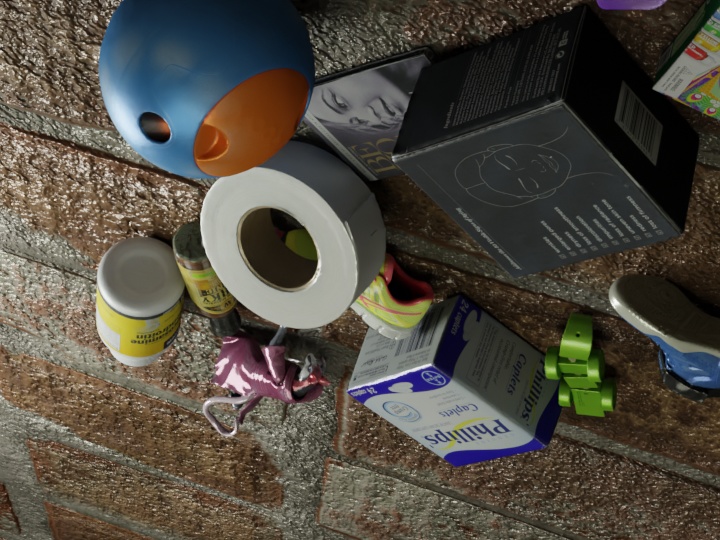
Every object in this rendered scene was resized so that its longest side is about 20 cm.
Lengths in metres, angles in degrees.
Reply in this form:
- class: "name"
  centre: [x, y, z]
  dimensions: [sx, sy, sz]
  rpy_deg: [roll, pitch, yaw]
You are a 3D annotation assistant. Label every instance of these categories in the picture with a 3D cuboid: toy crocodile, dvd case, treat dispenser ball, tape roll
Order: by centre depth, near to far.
- class: "treat dispenser ball"
  centre: [-0.142, -0.186, 1.456]
  dimensions: [0.200, 0.202, 0.201]
  rpy_deg: [16, 151, 9]
- class: "dvd case"
  centre: [0.034, -0.153, 1.585]
  dimensions: [0.199, 0.016, 0.149]
  rpy_deg: [-9, 139, 43]
- class: "tape roll"
  centre: [-0.073, -0.039, 1.714]
  dimensions: [0.202, 0.071, 0.203]
  rpy_deg: [16, 126, 23]
- class: "toy crocodile"
  centre: [0.263, 0.118, 1.850]
  dimensions: [0.067, 0.062, 0.200]
  rpy_deg: [2, 151, 21]

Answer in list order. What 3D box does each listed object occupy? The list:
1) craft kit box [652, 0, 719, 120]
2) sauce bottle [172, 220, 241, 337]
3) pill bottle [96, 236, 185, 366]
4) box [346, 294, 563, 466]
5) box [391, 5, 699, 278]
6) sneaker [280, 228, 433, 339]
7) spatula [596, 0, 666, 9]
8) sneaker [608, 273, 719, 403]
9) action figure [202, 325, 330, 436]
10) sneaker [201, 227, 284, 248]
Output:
- class: "craft kit box"
  centre: [0.373, -0.175, 1.298]
  dimensions: [0.197, 0.049, 0.200]
  rpy_deg: [22, 151, -5]
- class: "sauce bottle"
  centre: [-0.186, 0.016, 1.968]
  dimensions: [0.064, 0.065, 0.200]
  rpy_deg: [12, 151, 16]
- class: "pill bottle"
  centre: [-0.287, 0.048, 2.035]
  dimensions: [0.112, 0.112, 0.200]
  rpy_deg: [21, 151, 1]
- class: "box"
  centre: [0.120, 0.141, 1.929]
  dimensions: [0.200, 0.105, 0.184]
  rpy_deg: [35, 149, -24]
- class: "box"
  centre: [0.173, -0.111, 1.444]
  dimensions: [0.196, 0.124, 0.200]
  rpy_deg: [-17, 134, 40]
- class: "sneaker"
  centre: [0.000, 0.000, 1.818]
  dimensions: [0.199, 0.078, 0.090]
  rpy_deg: [28, 140, -19]
- class: "spatula"
  centre: [0.164, -0.254, 1.323]
  dimensions: [0.199, 0.021, 0.057]
  rpy_deg: [13, 137, 20]
- class: "sneaker"
  centre: [0.339, 0.080, 1.709]
  dimensions: [0.199, 0.077, 0.111]
  rpy_deg: [22, 142, -14]
- class: "action figure"
  centre: [-0.122, 0.140, 2.058]
  dimensions: [0.200, 0.149, 0.134]
  rpy_deg: [7, 145, 51]
- class: "sneaker"
  centre: [-0.110, -0.009, 1.869]
  dimensions: [0.200, 0.074, 0.087]
  rpy_deg: [34, 158, -28]
